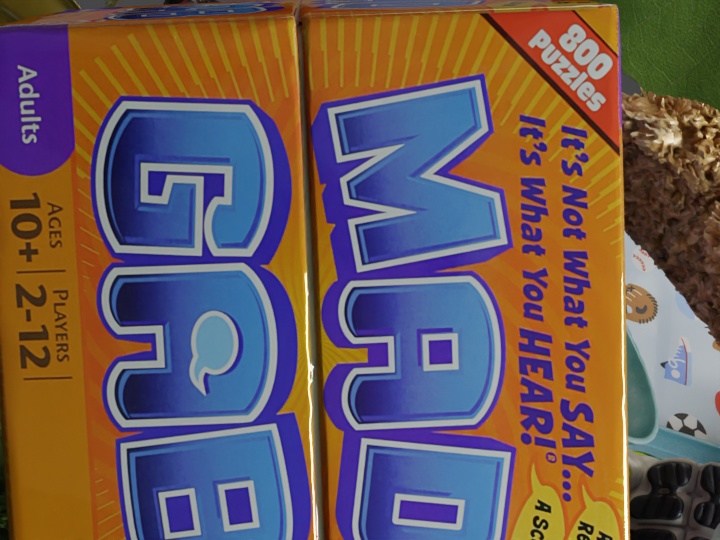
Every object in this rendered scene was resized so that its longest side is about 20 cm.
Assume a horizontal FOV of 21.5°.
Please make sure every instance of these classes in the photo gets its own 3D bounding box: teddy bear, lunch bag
[{"bbox_3d":[0.163,0.009,0.705,0.145,0.067,0.200,33,19,-53],"label":"teddy bear"},{"bbox_3d":[0.145,0.055,1.015,0.159,0.201,0.076,16,-35,-14],"label":"lunch bag"}]

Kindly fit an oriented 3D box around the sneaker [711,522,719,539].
[{"bbox_3d":[0.115,0.118,0.712,0.199,0.119,0.074,9,10,-3],"label":"sneaker"}]

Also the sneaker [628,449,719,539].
[{"bbox_3d":[0.128,0.111,0.814,0.199,0.078,0.080,25,1,31],"label":"sneaker"}]

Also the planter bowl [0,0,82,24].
[{"bbox_3d":[-0.240,-0.102,1.278,0.200,0.202,0.083,26,46,34],"label":"planter bowl"}]

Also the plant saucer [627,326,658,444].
[{"bbox_3d":[0.069,0.005,0.896,0.200,0.036,0.200,46,21,-23],"label":"plant saucer"}]

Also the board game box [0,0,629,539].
[{"bbox_3d":[-0.018,0.004,0.685,0.198,0.202,0.200,-3,10,-1],"label":"board game box"}]

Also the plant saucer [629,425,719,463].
[{"bbox_3d":[0.121,0.101,0.922,0.199,0.019,0.070,19,52,-11],"label":"plant saucer"}]

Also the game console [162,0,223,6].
[{"bbox_3d":[-0.075,-0.019,0.894,0.172,0.201,0.119,16,12,-36],"label":"game console"}]
